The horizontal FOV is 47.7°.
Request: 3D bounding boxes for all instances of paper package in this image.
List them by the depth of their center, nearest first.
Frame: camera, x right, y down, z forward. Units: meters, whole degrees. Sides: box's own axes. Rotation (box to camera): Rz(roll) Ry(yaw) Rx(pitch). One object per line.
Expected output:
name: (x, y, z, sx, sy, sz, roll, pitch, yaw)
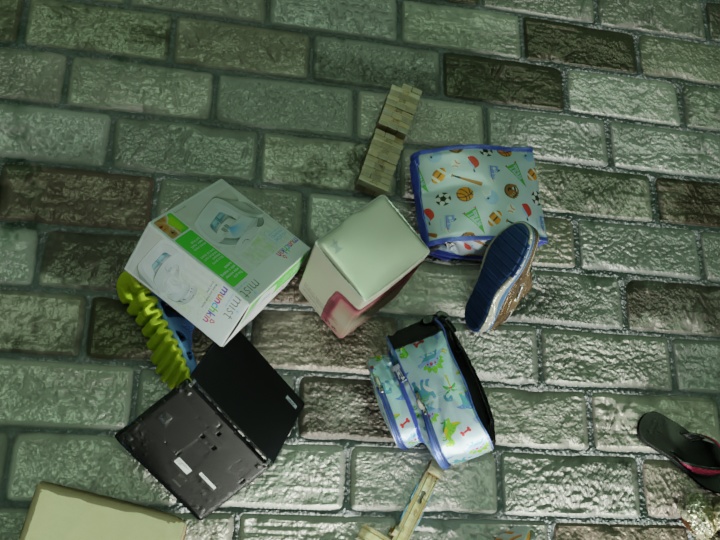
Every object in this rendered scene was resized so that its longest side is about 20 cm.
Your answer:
paper package: (-0.341, 0.387, 1.037, 0.199, 0.103, 0.191, 16, 69, -5)

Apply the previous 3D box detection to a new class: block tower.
block tower: (0.044, -0.214, 1.351, 0.054, 0.058, 0.201, 21, 67, -4)

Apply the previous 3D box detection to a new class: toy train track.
toy train track: (0.071, 0.363, 1.171, 0.114, 0.033, 0.200, 31, 67, -1)

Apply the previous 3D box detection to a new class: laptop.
laptop: (-0.203, 0.209, 1.138, 0.200, 0.103, 0.177, -38, 109, 2)

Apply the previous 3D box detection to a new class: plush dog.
plush dog: (0.601, 0.377, 1.197, 0.160, 0.172, 0.200, -40, 83, -13)

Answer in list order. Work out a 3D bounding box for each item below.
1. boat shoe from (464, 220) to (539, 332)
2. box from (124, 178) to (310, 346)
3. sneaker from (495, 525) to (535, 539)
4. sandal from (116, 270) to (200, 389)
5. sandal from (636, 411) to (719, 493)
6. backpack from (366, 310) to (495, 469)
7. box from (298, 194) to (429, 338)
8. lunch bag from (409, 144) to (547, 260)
boat shoe: (0.227, 0.008, 1.257, 0.072, 0.200, 0.072, -3, 43, -34)
box: (-0.198, -0.015, 1.161, 0.176, 0.097, 0.200, 38, 31, 3)
sneaker: (0.206, 0.459, 1.152, 0.077, 0.078, 0.200, 32, 71, -14)
sandal: (-0.269, 0.081, 1.173, 0.087, 0.079, 0.201, -21, 84, -45)
sandal: (0.533, 0.290, 1.289, 0.200, 0.045, 0.075, 30, 68, -1)
backpack: (0.102, 0.181, 1.166, 0.147, 0.183, 0.201, -26, 79, 5)
box: (0.000, 0.000, 1.189, 0.128, 0.200, 0.109, -37, 81, -20)
lunch bag: (0.178, -0.107, 1.308, 0.199, 0.124, 0.171, 0, 71, -21)
